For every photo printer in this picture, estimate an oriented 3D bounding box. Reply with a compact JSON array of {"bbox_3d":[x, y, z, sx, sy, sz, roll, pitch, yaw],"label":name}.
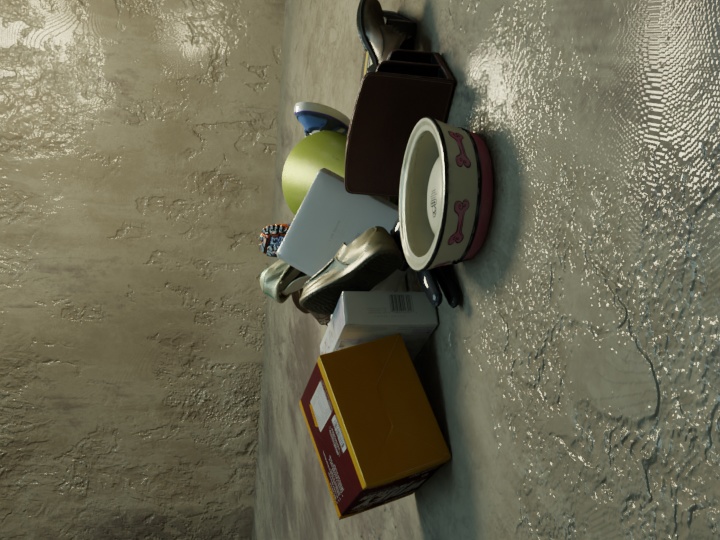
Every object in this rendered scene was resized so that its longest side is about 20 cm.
[{"bbox_3d":[-0.012,-0.047,1.274,0.167,0.199,0.069,-61,-9,3],"label":"photo printer"}]

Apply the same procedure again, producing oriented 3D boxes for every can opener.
[{"bbox_3d":[0.095,-0.014,1.143,0.200,0.063,0.079,-120,30,-49],"label":"can opener"}]

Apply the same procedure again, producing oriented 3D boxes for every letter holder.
[{"bbox_3d":[0.044,-0.221,1.204,0.101,0.141,0.201,-105,21,-51],"label":"letter holder"}]

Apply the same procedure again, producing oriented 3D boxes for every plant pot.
[{"bbox_3d":[-0.021,-0.153,1.450,0.200,0.186,0.189,27,115,60],"label":"plant pot"}]

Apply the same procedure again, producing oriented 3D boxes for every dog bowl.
[{"bbox_3d":[0.111,-0.098,1.048,0.200,0.073,0.202,-178,90,-76],"label":"dog bowl"}]

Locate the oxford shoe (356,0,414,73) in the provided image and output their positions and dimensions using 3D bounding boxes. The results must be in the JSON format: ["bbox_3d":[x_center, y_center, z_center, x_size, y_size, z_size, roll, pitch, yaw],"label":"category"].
[{"bbox_3d":[0.049,-0.363,1.277,0.084,0.073,0.201,-26,66,24],"label":"oxford shoe"}]

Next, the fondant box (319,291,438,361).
[{"bbox_3d":[0.023,0.103,1.244,0.200,0.143,0.059,113,154,-57],"label":"fondant box"}]

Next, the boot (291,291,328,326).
[{"bbox_3d":[-0.084,0.025,1.708,0.200,0.070,0.147,51,-143,-51],"label":"boot"}]

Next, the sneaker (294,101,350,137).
[{"bbox_3d":[-0.062,-0.226,1.559,0.080,0.199,0.148,1,73,45],"label":"sneaker"}]

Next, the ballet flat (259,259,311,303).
[{"bbox_3d":[-0.083,-0.021,1.349,0.200,0.070,0.069,-43,20,2],"label":"ballet flat"}]

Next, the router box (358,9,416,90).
[{"bbox_3d":[0.043,-0.354,1.425,0.157,0.052,0.202,-118,33,-63],"label":"router box"}]

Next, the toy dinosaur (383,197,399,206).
[{"bbox_3d":[0.022,-0.064,1.338,0.201,0.101,0.058,-63,-11,-2],"label":"toy dinosaur"}]

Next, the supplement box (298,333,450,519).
[{"bbox_3d":[0.013,0.238,1.194,0.200,0.132,0.198,114,138,-58],"label":"supplement box"}]

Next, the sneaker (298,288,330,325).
[{"bbox_3d":[-0.084,0.035,1.439,0.200,0.070,0.076,-100,-5,-71],"label":"sneaker"}]

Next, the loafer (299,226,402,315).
[{"bbox_3d":[-0.015,0.002,1.200,0.199,0.076,0.068,-32,43,32],"label":"loafer"}]

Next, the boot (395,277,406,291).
[{"bbox_3d":[0.000,0.000,1.362,0.073,0.143,0.201,107,162,-53],"label":"boot"}]

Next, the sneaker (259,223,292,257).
[{"bbox_3d":[-0.086,-0.063,1.448,0.078,0.199,0.076,-16,-73,-60],"label":"sneaker"}]
